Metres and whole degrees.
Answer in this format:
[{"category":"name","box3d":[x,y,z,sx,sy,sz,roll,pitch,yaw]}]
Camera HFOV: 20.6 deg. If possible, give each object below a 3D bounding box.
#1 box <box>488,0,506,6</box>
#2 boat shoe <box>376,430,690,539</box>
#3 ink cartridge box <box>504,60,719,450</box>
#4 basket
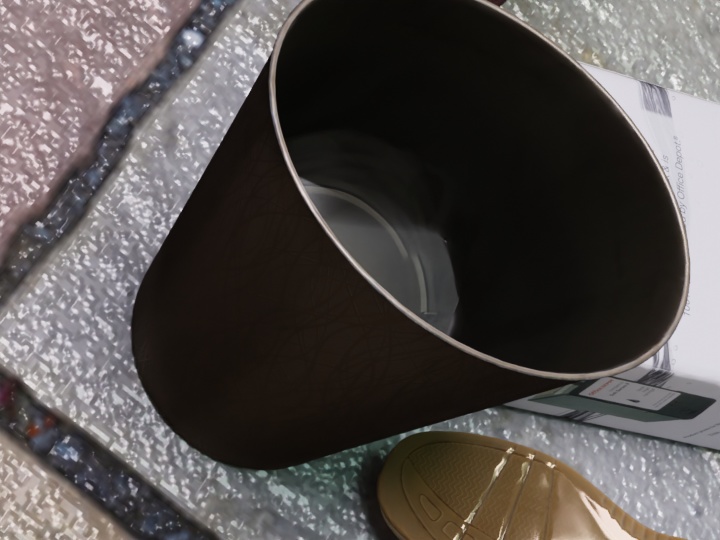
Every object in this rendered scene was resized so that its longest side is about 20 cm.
[{"category":"box","box3d":[0.071,-0.201,0.906,0.100,0.200,0.075,36,56,-13]},{"category":"boat shoe","box3d":[0.097,0.136,0.862,0.200,0.069,0.074,26,64,5]},{"category":"ink cartridge box","box3d":[0.129,-0.006,0.930,0.200,0.084,0.146,14,64,-25]},{"category":"basket","box3d":[0.000,0.000,0.780,0.180,0.200,0.136,34,57,-13]}]
